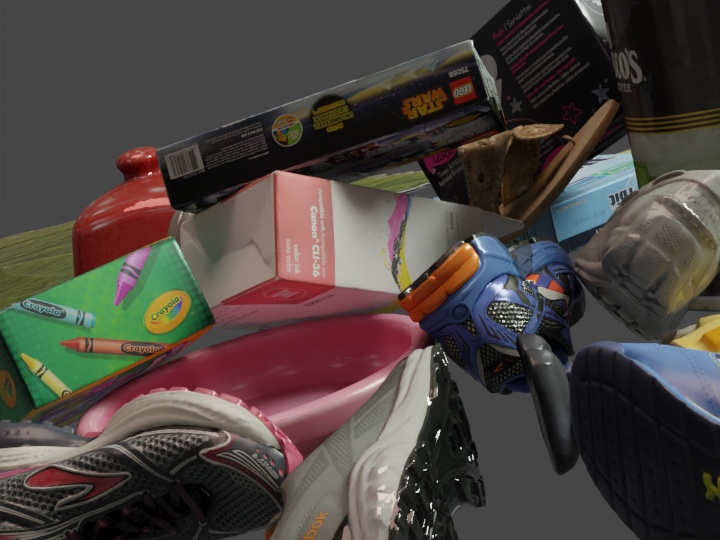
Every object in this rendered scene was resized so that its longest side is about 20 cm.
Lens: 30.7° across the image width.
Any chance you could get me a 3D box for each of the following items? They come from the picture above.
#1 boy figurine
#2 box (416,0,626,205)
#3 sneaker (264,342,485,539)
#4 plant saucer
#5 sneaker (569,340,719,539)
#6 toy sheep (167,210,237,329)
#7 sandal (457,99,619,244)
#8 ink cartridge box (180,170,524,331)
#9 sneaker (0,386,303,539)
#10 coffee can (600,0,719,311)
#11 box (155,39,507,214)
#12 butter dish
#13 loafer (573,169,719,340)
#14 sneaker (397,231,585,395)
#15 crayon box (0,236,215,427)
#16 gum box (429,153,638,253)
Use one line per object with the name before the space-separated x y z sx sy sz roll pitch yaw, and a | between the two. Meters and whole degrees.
boy figurine | 0.172 0.039 0.581 0.197 0.065 0.124 -16 7 7
box | 0.141 -0.136 0.966 0.131 0.116 0.200 -26 -7 -41
sneaker | 0.005 0.086 0.539 0.078 0.075 0.200 -16 10 16
plant saucer | -0.052 0.078 0.709 0.197 0.052 0.201 -15 10 3
sneaker | 0.154 0.065 0.460 0.081 0.075 0.199 -18 19 -30
toy sheep | -0.085 -0.020 1.034 0.137 0.140 0.199 -23 0 -38
sandal | 0.090 -0.058 0.892 0.078 0.069 0.212 -56 1 -39
ink cartridge box | 0.000 0.000 0.820 0.198 0.069 0.116 7 -18 -35
sneaker | -0.112 0.111 0.587 0.197 0.081 0.075 -13 35 20
coffee can | 0.233 -0.094 0.797 0.144 0.203 0.146 -14 10 3
box | -0.012 -0.081 0.813 0.197 0.040 0.137 -18 -4 11
butter dish | -0.195 -0.043 1.251 0.196 0.150 0.200 -14 11 6
loafer | 0.161 -0.008 0.704 0.070 0.070 0.200 -47 -5 -3
sneaker | 0.084 0.032 0.724 0.075 0.079 0.199 -38 -15 21
crayon box | -0.179 0.056 0.789 0.118 0.059 0.200 -26 -5 -33
gum box | 0.165 -0.059 1.133 0.168 0.045 0.199 -21 12 -29
